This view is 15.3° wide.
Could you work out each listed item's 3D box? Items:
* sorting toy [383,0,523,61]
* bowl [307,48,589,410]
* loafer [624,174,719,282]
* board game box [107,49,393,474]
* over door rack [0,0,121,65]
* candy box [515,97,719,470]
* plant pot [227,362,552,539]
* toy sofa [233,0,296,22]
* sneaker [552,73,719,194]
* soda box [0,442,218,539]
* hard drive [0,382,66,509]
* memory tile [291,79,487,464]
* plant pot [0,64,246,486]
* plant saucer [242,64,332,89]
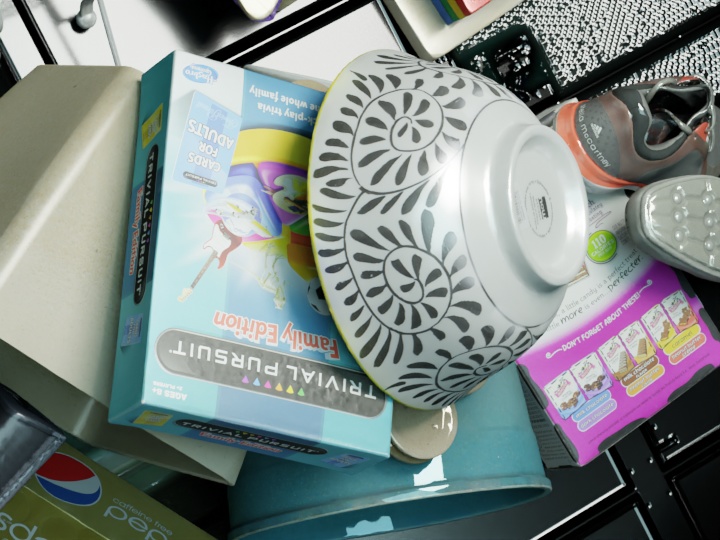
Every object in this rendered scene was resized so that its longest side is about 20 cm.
[{"bbox_3d":[0.076,-0.275,1.751,0.199,0.070,0.200,-35,95,-18],"label":"sorting toy"},{"bbox_3d":[0.064,-0.030,1.464,0.200,0.094,0.202,22,64,-53],"label":"bowl"},{"bbox_3d":[0.237,-0.020,1.744,0.199,0.070,0.071,12,75,-42],"label":"loafer"},{"bbox_3d":[-0.052,-0.004,1.461,0.150,0.047,0.202,14,68,-26],"label":"board game box"},{"bbox_3d":[-0.212,-0.105,1.647,0.147,0.067,0.201,-23,105,-19],"label":"over door rack"},{"bbox_3d":[0.131,0.010,1.743,0.136,0.061,0.201,-33,95,-20],"label":"candy box"},{"bbox_3d":[0.002,0.060,1.635,0.198,0.200,0.190,-6,79,-19],"label":"plant pot"},{"bbox_3d":[-0.104,-0.247,1.682,0.200,0.083,0.098,44,78,-9],"label":"toy sofa"},{"bbox_3d":[0.204,-0.089,1.725,0.199,0.082,0.078,-10,74,-56],"label":"sneaker"},{"bbox_3d":[-0.164,0.163,1.599,0.199,0.064,0.068,33,118,-1],"label":"soda box"},{"bbox_3d":[-0.262,0.103,1.531,0.135,0.200,0.042,-47,123,-15],"label":"hard drive"},{"bbox_3d":[0.000,0.000,1.528,0.200,0.017,0.154,42,58,-13],"label":"memory tile"},{"bbox_3d":[-0.150,-0.010,1.555,0.200,0.199,0.178,35,76,-29],"label":"plant pot"},{"bbox_3d":[0.020,-0.083,1.650,0.199,0.200,0.051,11,94,-17],"label":"plant saucer"}]
